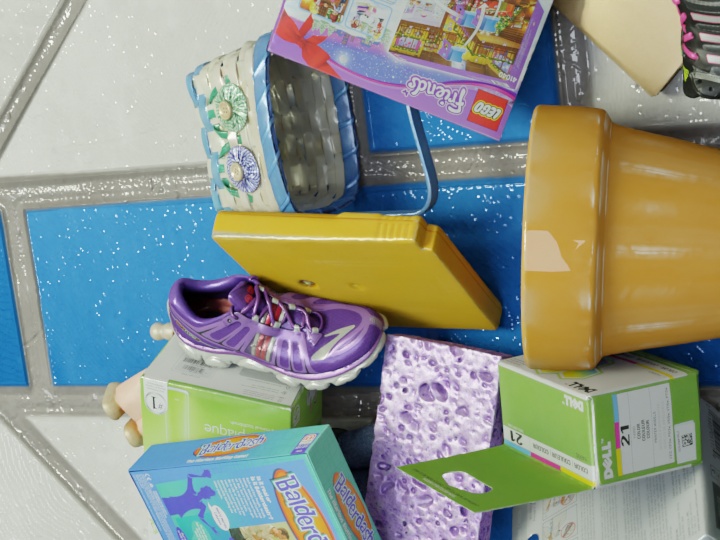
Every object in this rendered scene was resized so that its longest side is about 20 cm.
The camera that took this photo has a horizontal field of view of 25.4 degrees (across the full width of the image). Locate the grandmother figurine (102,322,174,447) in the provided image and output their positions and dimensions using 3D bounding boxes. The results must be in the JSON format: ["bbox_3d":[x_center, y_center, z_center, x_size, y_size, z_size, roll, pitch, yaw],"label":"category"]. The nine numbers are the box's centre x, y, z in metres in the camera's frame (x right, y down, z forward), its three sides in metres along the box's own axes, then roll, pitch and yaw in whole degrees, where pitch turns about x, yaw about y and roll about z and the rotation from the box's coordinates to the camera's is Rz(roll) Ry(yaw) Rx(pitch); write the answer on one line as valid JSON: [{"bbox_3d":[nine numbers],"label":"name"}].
[{"bbox_3d":[-0.152,0.094,1.498,0.199,0.061,0.122,-27,117,27],"label":"grandmother figurine"}]

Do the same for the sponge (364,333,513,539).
[{"bbox_3d":[0.062,0.160,1.346,0.110,0.030,0.203,10,96,28],"label":"sponge"}]

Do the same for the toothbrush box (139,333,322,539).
[{"bbox_3d":[-0.115,0.170,1.443,0.144,0.086,0.202,11,123,15],"label":"toothbrush box"}]

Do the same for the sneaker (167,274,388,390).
[{"bbox_3d":[-0.076,0.046,1.358,0.197,0.081,0.084,4,145,16],"label":"sneaker"}]

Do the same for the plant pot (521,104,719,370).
[{"bbox_3d":[0.220,-0.023,1.212,0.181,0.200,0.203,2,104,10],"label":"plant pot"}]

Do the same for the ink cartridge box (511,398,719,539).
[{"bbox_3d":[0.209,0.209,1.278,0.057,0.163,0.200,36,122,-19],"label":"ink cartridge box"}]

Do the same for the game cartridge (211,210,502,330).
[{"bbox_3d":[0.000,0.000,1.340,0.198,0.176,0.033,1,65,26],"label":"game cartridge"}]

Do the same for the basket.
[{"bbox_3d":[-0.037,-0.121,1.335,0.198,0.139,0.179,-9,98,26],"label":"basket"}]

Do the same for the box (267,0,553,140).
[{"bbox_3d":[0.041,-0.202,1.247,0.198,0.039,0.138,21,99,-7],"label":"box"}]

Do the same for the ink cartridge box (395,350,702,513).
[{"bbox_3d":[0.142,0.117,1.235,0.148,0.198,0.077,-161,64,-65],"label":"ink cartridge box"}]

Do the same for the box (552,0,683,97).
[{"bbox_3d":[0.209,-0.263,1.242,0.200,0.021,0.164,45,118,11],"label":"box"}]

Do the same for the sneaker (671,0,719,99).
[{"bbox_3d":[0.260,-0.174,1.183,0.200,0.074,0.087,42,109,-12],"label":"sneaker"}]

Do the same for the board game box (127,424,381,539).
[{"bbox_3d":[-0.085,0.214,1.364,0.198,0.045,0.153,-9,114,34],"label":"board game box"}]

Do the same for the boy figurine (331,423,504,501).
[{"bbox_3d":[0.062,0.164,1.397,0.198,0.064,0.126,-7,86,26],"label":"boy figurine"}]
